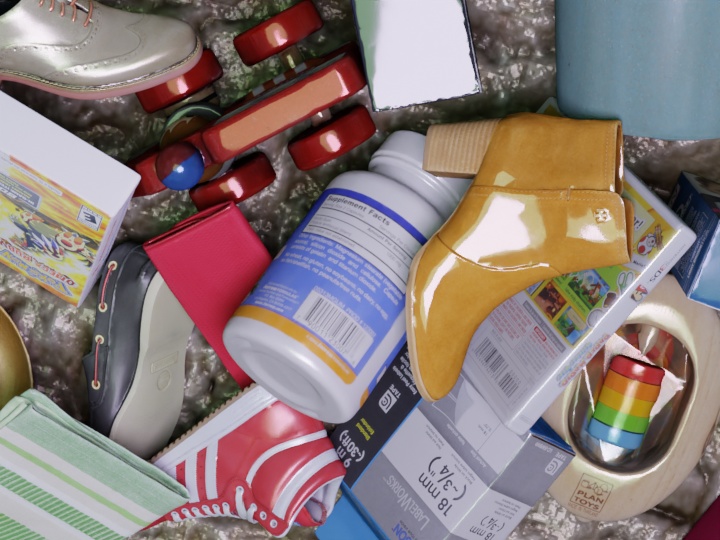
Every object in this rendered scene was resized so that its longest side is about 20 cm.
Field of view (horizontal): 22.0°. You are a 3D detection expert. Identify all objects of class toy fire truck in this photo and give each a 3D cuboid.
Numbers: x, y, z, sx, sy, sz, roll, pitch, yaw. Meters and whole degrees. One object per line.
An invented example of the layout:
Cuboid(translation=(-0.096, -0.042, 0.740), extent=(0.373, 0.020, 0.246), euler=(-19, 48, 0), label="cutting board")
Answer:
Cuboid(translation=(-0.084, -0.106, 1.310), extent=(0.200, 0.168, 0.112), euler=(-25, 98, 10), label="toy fire truck")

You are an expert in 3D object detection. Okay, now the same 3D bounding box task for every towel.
Cuboid(translation=(-0.246, 0.168, 1.386), extent=(0.152, 0.023, 0.200), euler=(36, 131, -26), label="towel")

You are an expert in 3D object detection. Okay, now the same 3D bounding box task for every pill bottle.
Cuboid(translation=(0.000, 0.000, 1.326), extent=(0.112, 0.112, 0.200), euler=(37, 69, -4), label="pill bottle")

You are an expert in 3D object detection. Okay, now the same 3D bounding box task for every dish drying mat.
Cuboid(translation=(-0.079, 0.036, 1.376), extent=(0.077, 0.018, 0.200), euler=(-25, 123, 11), label="dish drying mat")

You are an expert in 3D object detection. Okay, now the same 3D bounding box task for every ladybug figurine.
Cuboid(translation=(0.197, 0.093, 1.381), extent=(0.136, 0.072, 0.200), euler=(22, 102, 0), label="ladybug figurine")

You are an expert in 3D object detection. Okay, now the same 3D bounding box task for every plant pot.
Cuboid(translation=(0.214, -0.201, 1.269), extent=(0.200, 0.200, 0.196), euler=(3, 109, 3), label="plant pot")

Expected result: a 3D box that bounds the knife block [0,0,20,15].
Cuboid(translation=(-0.180, -0.223, 1.347), extent=(0.175, 0.064, 0.200), euler=(31, 102, -2), label="knife block")

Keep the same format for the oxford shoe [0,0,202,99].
Cuboid(translation=(-0.211, -0.168, 1.297), extent=(0.200, 0.071, 0.074), euler=(-1, 133, -5), label="oxford shoe")

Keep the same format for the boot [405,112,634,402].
Cuboid(translation=(0.110, -0.006, 1.245), extent=(0.144, 0.071, 0.201), euler=(5, 92, 20), label="boot")

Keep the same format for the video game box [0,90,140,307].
Cuboid(translation=(-0.266, -0.069, 1.333), extent=(0.200, 0.182, 0.047), euler=(31, 66, -2), label="video game box")

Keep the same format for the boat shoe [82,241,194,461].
Cuboid(translation=(-0.175, 0.076, 1.411), extent=(0.063, 0.074, 0.202), euler=(23, 112, 28), label="boat shoe")

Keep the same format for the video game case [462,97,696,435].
Cuboid(translation=(0.125, -0.008, 1.313), extent=(0.023, 0.200, 0.182), euler=(32, 104, -36), label="video game case")

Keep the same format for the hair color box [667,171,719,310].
Cuboid(translation=(0.270, -0.012, 1.289), extent=(0.100, 0.200, 0.061), euler=(20, 102, -2), label="hair color box")

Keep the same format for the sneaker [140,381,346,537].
Cuboid(translation=(-0.097, 0.171, 1.391), extent=(0.200, 0.071, 0.113), euler=(-39, 78, 26), label="sneaker")

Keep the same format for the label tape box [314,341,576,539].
Cuboid(translation=(0.042, 0.159, 1.370), extent=(0.063, 0.144, 0.200), euler=(26, 106, -47), label="label tape box")

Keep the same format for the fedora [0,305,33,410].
Cuboid(translation=(-0.353, 0.093, 1.413), extent=(0.200, 0.082, 0.201), euler=(1, 101, 4), label="fedora")

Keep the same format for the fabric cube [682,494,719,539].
Cuboid(translation=(0.295, 0.308, 1.355), extent=(0.196, 0.200, 0.199), euler=(37, 99, -3), label="fabric cube")

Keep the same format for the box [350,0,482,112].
Cuboid(translation=(0.034, -0.192, 1.269), extent=(0.079, 0.200, 0.141), euler=(-13, 100, 5), label="box")
